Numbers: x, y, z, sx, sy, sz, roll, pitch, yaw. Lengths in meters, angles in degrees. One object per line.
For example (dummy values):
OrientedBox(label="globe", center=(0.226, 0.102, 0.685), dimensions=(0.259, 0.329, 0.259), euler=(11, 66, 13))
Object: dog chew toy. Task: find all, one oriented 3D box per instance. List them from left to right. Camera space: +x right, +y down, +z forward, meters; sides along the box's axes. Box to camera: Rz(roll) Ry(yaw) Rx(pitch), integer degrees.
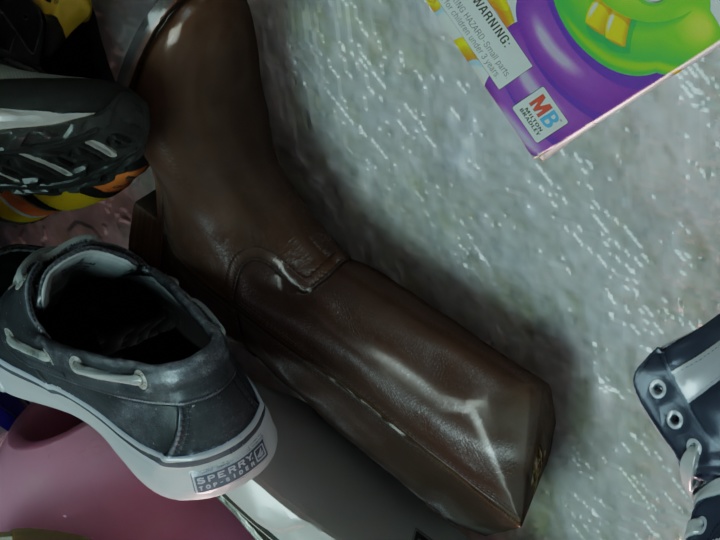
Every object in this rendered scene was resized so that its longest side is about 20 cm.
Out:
OrientedBox(label="dog chew toy", center=(-0.069, 0.133, 0.959), dimensions=(0.124, 0.125, 0.200), euler=(-7, 121, 47))

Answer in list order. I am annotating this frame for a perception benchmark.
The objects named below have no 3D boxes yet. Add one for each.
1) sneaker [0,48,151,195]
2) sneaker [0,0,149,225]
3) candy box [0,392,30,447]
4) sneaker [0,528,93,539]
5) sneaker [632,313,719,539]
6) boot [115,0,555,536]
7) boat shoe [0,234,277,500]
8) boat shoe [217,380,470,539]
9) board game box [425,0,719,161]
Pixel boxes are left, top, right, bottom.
OrientedBox(label="sneaker", center=(-0.163, -0.074, 0.829), dimensions=(0.200, 0.074, 0.079), euler=(11, 81, 29))
OrientedBox(label="sneaker", center=(-0.145, -0.114, 0.892), dimensions=(0.090, 0.070, 0.200), euler=(-11, 114, 41))
OrientedBox(label="candy box", center=(-0.225, 0.033, 0.995), dimensions=(0.169, 0.077, 0.200), euler=(45, 173, 10))
OrientedBox(label="sneaker", center=(-0.166, 0.163, 0.887), dimensions=(0.200, 0.090, 0.067), euler=(-16, 132, 42))
OrientedBox(label="sneaker", center=(0.117, 0.097, 0.719), dimensions=(0.108, 0.200, 0.070), euler=(33, -179, 28))
OrientedBox(label="boot", center=(0.000, 0.000, 0.828), dimensions=(0.200, 0.064, 0.187), euler=(39, 152, 21))
OrientedBox(label="boat shoe", center=(-0.104, 0.019, 0.863), dimensions=(0.200, 0.072, 0.068), euler=(33, 147, 52))
OrientedBox(label="boat shoe", center=(0.001, 0.122, 0.882), dimensions=(0.200, 0.071, 0.064), euler=(39, 119, -1))
OrientedBox(label="board game box", center=(0.106, -0.129, 0.597), dimensions=(0.103, 0.105, 0.200), euler=(55, 141, -2))
